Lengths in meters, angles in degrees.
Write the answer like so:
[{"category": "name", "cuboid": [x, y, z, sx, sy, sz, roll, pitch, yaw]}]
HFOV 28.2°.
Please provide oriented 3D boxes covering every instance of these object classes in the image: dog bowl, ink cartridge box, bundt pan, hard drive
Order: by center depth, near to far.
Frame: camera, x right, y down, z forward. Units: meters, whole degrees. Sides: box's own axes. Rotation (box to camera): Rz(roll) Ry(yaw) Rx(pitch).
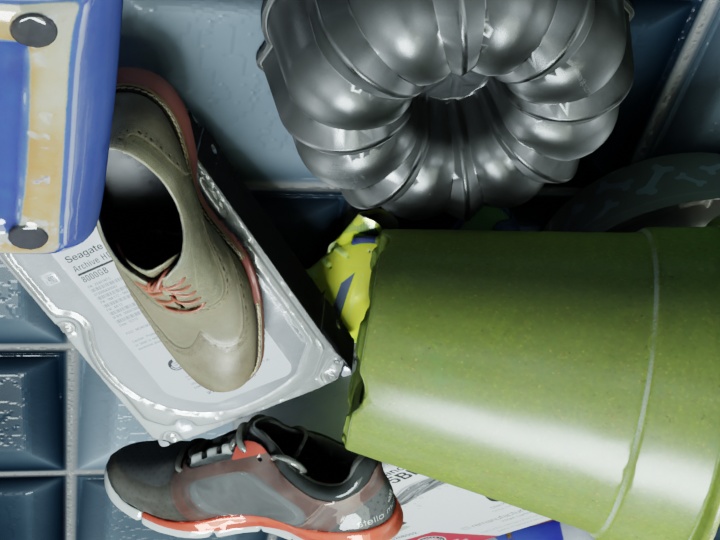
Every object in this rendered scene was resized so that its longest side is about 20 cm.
[{"category": "bundt pan", "cuboid": [0.049, -0.097, 0.738, 0.202, 0.076, 0.202, -6, 143, -5]}, {"category": "hard drive", "cuboid": [-0.110, 0.007, 0.826, 0.140, 0.038, 0.200, -22, 122, 18]}, {"category": "dog bowl", "cuboid": [0.197, 0.009, 0.903, 0.200, 0.059, 0.200, -4, 136, -4]}, {"category": "ink cartridge box", "cuboid": [0.029, 0.127, 1.007, 0.200, 0.083, 0.147, 24, 143, -36]}]

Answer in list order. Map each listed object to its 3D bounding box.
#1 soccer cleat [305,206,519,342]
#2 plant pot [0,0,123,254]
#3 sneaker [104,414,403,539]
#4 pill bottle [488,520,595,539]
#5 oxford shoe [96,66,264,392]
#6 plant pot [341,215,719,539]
[{"category": "soccer cleat", "cuboid": [0.000, -0.001, 0.876, 0.200, 0.065, 0.084, -24, 126, 20]}, {"category": "plant pot", "cuboid": [-0.188, -0.119, 0.574, 0.200, 0.180, 0.200, 2, 143, -14]}, {"category": "sneaker", "cuboid": [-0.070, 0.118, 0.894, 0.200, 0.077, 0.082, 4, 124, 18]}, {"category": "pill bottle", "cuboid": [0.149, 0.240, 1.174, 0.200, 0.112, 0.112, -19, 142, 13]}, {"category": "oxford shoe", "cuboid": [-0.103, -0.002, 0.748, 0.070, 0.075, 0.200, -13, 125, 13]}, {"category": "plant pot", "cuboid": [0.091, 0.053, 0.777, 0.190, 0.200, 0.200, 9, 142, -1]}]
